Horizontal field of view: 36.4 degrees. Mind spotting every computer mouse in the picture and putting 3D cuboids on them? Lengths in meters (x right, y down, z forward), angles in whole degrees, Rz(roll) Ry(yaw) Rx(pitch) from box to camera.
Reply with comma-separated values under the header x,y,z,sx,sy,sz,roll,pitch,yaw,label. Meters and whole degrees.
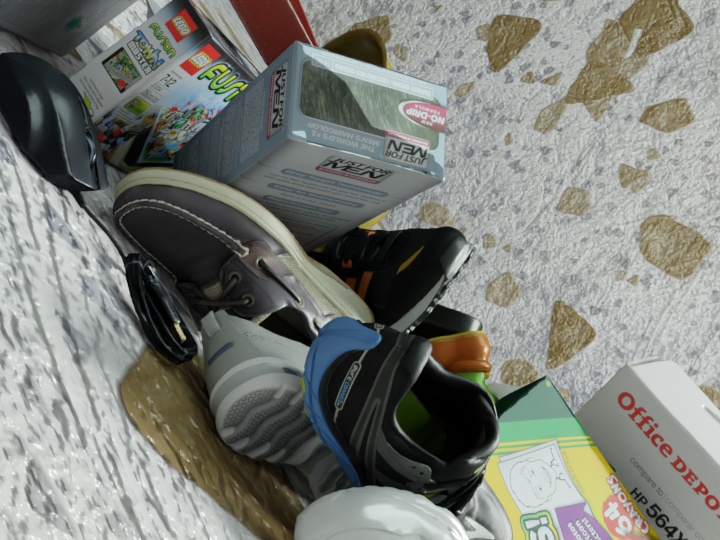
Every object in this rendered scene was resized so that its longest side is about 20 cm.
x,y,z,sx,sy,sz,roll,pitch,yaw,label
-0.137,-0.039,0.588,0.200,0.034,0.059,57,5,8,computer mouse

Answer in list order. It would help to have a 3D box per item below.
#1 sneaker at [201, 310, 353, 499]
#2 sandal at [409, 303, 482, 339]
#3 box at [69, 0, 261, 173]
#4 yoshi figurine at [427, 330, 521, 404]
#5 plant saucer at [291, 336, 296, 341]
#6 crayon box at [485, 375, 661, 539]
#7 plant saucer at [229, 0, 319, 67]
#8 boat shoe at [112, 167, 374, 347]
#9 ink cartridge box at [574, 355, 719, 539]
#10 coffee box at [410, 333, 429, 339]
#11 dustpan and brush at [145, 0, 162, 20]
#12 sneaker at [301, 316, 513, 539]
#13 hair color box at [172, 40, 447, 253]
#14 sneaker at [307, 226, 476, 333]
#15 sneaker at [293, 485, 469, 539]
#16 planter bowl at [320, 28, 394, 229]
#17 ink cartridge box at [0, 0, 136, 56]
x,y,z,sx,sy,sz,roll,pitch,yaw,label
-0.023,0.078,0.646,0.200,0.075,0.082,47,12,-53,sneaker
0.007,0.013,0.906,0.200,0.048,0.075,19,-17,-4,sandal
-0.120,-0.108,0.745,0.035,0.110,0.200,56,6,13,box
0.075,0.154,0.805,0.112,0.112,0.201,-4,72,-38,yoshi figurine
-0.024,0.086,0.822,0.201,0.032,0.200,55,5,-8,plant saucer
0.113,0.197,0.700,0.172,0.058,0.200,-32,86,-40,crayon box
-0.091,-0.235,0.728,0.200,0.037,0.200,59,6,-34,plant saucer
-0.069,0.012,0.667,0.200,0.072,0.065,39,45,-35,boat shoe
0.196,0.183,0.824,0.146,0.200,0.084,50,26,24,ink cartridge box
0.048,0.105,0.962,0.200,0.044,0.123,60,-29,33,coffee box
-0.135,-0.126,0.947,0.200,0.057,0.140,96,-28,-49,dustpan and brush
0.039,0.104,0.581,0.071,0.083,0.200,-60,137,-34,sneaker
-0.040,-0.065,0.680,0.099,0.200,0.061,12,73,-26,hair color box
0.000,0.000,0.760,0.090,0.070,0.200,43,-25,-7,sneaker
0.039,0.191,0.546,0.200,0.078,0.099,49,15,-22,sneaker
-0.018,-0.086,0.878,0.083,0.201,0.201,32,16,-28,planter bowl
-0.186,-0.215,0.665,0.076,0.136,0.200,54,5,2,ink cartridge box
